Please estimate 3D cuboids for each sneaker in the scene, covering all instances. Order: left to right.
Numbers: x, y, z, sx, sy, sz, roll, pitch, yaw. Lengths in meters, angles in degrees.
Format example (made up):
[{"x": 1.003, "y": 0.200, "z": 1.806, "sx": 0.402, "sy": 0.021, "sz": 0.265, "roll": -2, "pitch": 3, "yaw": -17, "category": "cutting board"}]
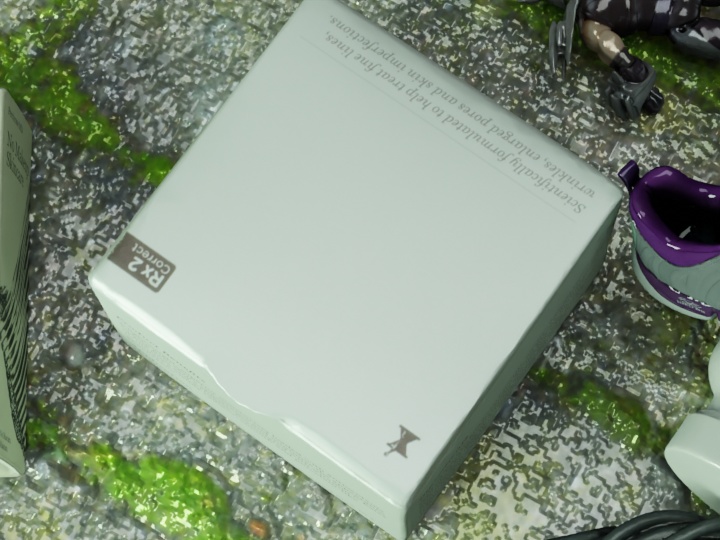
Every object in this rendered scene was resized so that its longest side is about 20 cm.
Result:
[{"x": 0.211, "y": 0.006, "z": 0.956, "sx": 0.200, "sy": 0.088, "sz": 0.075, "roll": 20, "pitch": 72, "yaw": 29, "category": "sneaker"}]

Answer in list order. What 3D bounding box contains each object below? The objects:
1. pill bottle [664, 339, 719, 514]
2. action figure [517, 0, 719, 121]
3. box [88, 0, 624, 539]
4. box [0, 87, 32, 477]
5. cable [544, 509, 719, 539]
[{"x": 0.252, "y": 0.042, "z": 1.042, "sx": 0.116, "sy": 0.116, "sz": 0.200, "roll": 36, "pitch": 79, "yaw": 10, "category": "pill bottle"}, {"x": 0.183, "y": -0.143, "z": 1.121, "sx": 0.200, "sy": 0.069, "sz": 0.130, "roll": 11, "pitch": 83, "yaw": 8, "category": "action figure"}, {"x": 0.000, "y": 0.000, "z": 1.052, "sx": 0.199, "sy": 0.131, "sz": 0.200, "roll": 35, "pitch": 79, "yaw": 9, "category": "box"}, {"x": -0.217, "y": 0.008, "z": 1.082, "sx": 0.068, "sy": 0.082, "sz": 0.200, "roll": -1, "pitch": 77, "yaw": 2, "category": "box"}, {"x": 0.146, "y": 0.208, "z": 1.025, "sx": 0.200, "sy": 0.051, "sz": 0.164, "roll": -12, "pitch": 76, "yaw": 5, "category": "cable"}]
